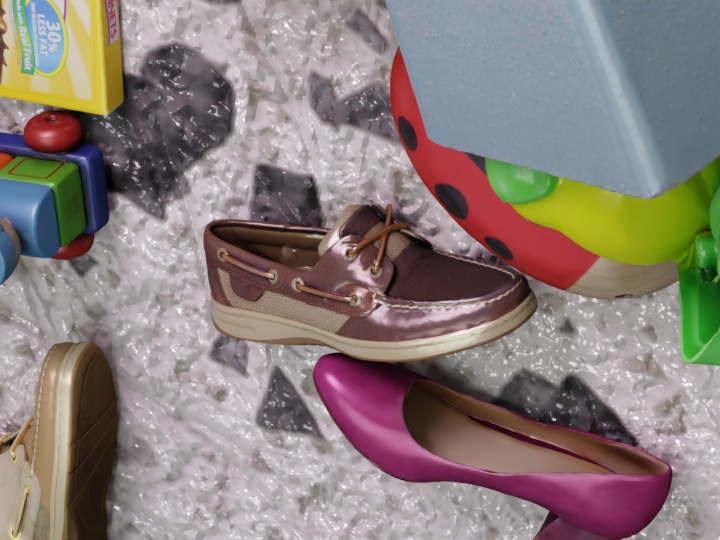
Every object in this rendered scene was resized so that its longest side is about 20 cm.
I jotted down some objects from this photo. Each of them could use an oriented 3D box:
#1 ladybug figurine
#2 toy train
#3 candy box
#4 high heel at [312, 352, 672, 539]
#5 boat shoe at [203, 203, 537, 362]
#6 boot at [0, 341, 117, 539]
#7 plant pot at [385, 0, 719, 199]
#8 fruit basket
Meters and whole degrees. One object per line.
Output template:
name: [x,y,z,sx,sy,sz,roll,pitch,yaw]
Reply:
ladybug figurine: [0.090,-0.059,1.506,0.200,0.072,0.136,39,127,4]
toy train: [-0.255,-0.041,1.669,0.199,0.116,0.085,9,119,23]
candy box: [-0.184,-0.187,1.610,0.102,0.026,0.201,10,120,19]
high heel: [0.073,0.084,1.595,0.199,0.068,0.096,29,137,-7]
boat shoe: [0.000,0.000,1.589,0.199,0.072,0.072,5,119,32]
boot: [-0.228,0.113,1.766,0.155,0.073,0.201,18,128,15]
plant pot: [0.112,-0.179,1.296,0.195,0.196,0.201,20,141,58]
fruit basket: [0.170,-0.058,1.374,0.215,0.216,0.156,37,127,5]
